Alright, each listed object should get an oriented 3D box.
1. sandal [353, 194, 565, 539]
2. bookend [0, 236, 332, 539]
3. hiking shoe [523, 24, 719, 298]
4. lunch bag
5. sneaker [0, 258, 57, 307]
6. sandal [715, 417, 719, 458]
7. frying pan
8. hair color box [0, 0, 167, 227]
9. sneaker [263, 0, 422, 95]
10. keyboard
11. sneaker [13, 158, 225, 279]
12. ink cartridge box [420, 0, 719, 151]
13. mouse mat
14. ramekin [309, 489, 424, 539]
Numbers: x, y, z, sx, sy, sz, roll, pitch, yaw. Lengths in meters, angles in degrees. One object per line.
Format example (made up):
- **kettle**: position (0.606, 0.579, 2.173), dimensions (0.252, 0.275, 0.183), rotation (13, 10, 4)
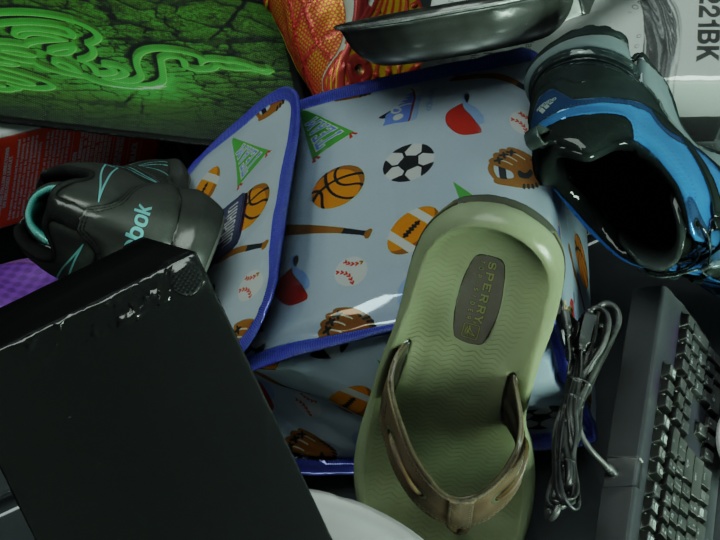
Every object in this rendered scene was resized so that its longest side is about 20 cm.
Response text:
- **sandal**: position (0.038, 0.062, 0.879), dimensions (0.080, 0.201, 0.057), rotation (7, 35, 3)
- **bookend**: position (-0.071, 0.097, 0.805), dimensions (0.092, 0.199, 0.200), rotation (-26, 96, -9)
- **hiking shoe**: position (0.146, -0.017, 0.945), dimensions (0.200, 0.074, 0.087), rotation (35, 41, -16)
- **lunch bag**: position (0.000, 0.000, 0.985), dimensions (0.199, 0.124, 0.170), rotation (-10, 46, 15)
- **sneaker**: position (-0.232, 0.034, 1.026), dimensions (0.200, 0.089, 0.081), rotation (-18, 50, -4)
- **sandal**: position (0.254, 0.039, 0.928), dimensions (0.206, 0.059, 0.079), rotation (-30, 79, -7)
- **frying pan**: position (0.069, -0.123, 1.002), dimensions (0.115, 0.031, 0.190), rotation (-3, 10, 40)
- **hair color box**: position (-0.211, -0.071, 1.069), dimensions (0.200, 0.064, 0.111), rotation (-17, 45, -40)
- **sneaker**: position (-0.011, -0.133, 1.106), dimensions (0.073, 0.077, 0.201), rotation (-1, 75, -37)
- **keyboard**: position (0.117, 0.090, 0.892), dimensions (0.021, 0.127, 0.200), rotation (-19, 44, 36)
- **sneaker**: position (-0.120, -0.027, 0.995), dimensions (0.079, 0.200, 0.076), rotation (20, 88, -16)
- **ink cartridge box**: position (0.139, -0.119, 1.071), dimensions (0.199, 0.084, 0.145), rotation (1, 52, 11)
- **mouse mat**: position (-0.128, -0.112, 1.098), dimensions (0.199, 0.008, 0.161), rotation (5, 34, -13)
- **ramekin**: position (-0.042, 0.196, 0.857), dimensions (0.202, 0.094, 0.203), rotation (-5, 52, 7)
